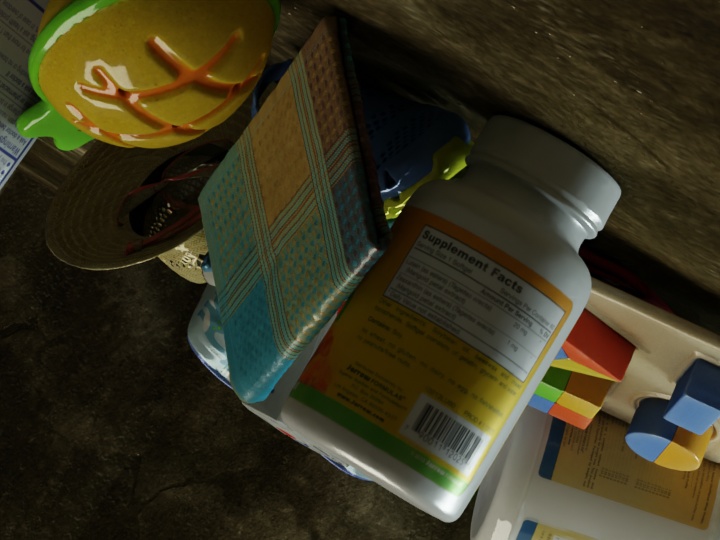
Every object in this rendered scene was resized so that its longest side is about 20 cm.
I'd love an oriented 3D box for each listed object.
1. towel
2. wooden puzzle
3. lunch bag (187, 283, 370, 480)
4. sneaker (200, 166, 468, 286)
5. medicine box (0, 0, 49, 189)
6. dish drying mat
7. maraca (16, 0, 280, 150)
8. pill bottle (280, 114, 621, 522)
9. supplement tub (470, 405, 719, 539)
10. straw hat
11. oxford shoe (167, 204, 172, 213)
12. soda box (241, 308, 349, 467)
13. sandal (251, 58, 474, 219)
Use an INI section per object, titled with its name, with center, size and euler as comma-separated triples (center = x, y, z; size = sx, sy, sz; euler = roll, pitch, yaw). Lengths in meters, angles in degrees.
[towel]
center = -0.038, -0.028, 1.097
size = 0.022, 0.147, 0.200
euler = 1, 153, -26
[wooden puzzle]
center = 0.174, 0.072, 1.257
size = 0.199, 0.046, 0.185
euler = 20, 158, 1
[lunch bag]
center = -0.026, 0.051, 1.517
size = 0.200, 0.082, 0.161
euler = 37, -148, -8
[sneaker]
center = 0.000, 0.000, 1.217
size = 0.199, 0.075, 0.087
euler = -9, 116, 17
[medicine box]
center = -0.241, -0.149, 1.094
size = 0.103, 0.200, 0.182
euler = 34, 176, 29
[dish drying mat]
center = 0.195, 0.036, 1.339
size = 0.077, 0.018, 0.200
euler = 27, 172, 32
[maraca]
center = -0.118, -0.115, 1.084
size = 0.137, 0.107, 0.200
euler = -4, 159, -24
[pill bottle]
center = 0.053, 0.022, 1.054
size = 0.111, 0.200, 0.111
euler = 31, 174, 4
[supplement tub]
center = 0.190, 0.164, 1.397
size = 0.199, 0.145, 0.145
euler = 18, 174, -1
[straw hat]
center = -0.111, -0.039, 1.333
size = 0.201, 0.201, 0.085
euler = 23, 154, 54
[oxford shoe]
center = -0.105, -0.055, 1.473
size = 0.200, 0.075, 0.070
euler = 58, -168, 29
[soda box]
center = 0.008, 0.024, 1.295
size = 0.063, 0.200, 0.068
euler = 35, 173, -24
[sandal]
center = -0.008, -0.080, 1.158
size = 0.200, 0.079, 0.087
euler = 6, 128, 57
